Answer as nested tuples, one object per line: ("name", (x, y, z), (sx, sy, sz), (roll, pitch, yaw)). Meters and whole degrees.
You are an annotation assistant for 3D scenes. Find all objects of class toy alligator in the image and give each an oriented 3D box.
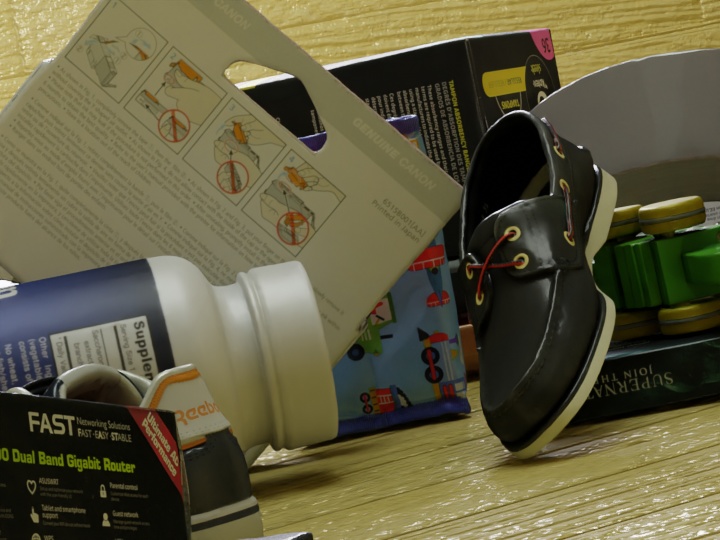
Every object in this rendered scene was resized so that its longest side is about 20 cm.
("toy alligator", (0.129, -0.001, 1.312), (0.054, 0.060, 0.200), (-14, 3, -34))

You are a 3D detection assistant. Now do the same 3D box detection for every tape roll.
("tape roll", (0.180, -0.040, 1.500), (0.199, 0.066, 0.200), (-3, -27, -2))

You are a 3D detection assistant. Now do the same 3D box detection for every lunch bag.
("lunch bag", (0.000, 0.000, 1.469), (0.094, 0.151, 0.200), (-11, 3, 2))

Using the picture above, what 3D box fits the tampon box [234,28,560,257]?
("tampon box", (0.014, -0.068, 1.706), (0.199, 0.127, 0.150), (-10, 3, 23))

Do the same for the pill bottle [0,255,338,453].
("pill bottle", (-0.115, 0.055, 1.233), (0.199, 0.112, 0.111), (-11, 3, -8))

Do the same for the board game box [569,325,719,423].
("board game box", (0.178, 0.035, 1.298), (0.199, 0.028, 0.135), (-11, 2, 12))

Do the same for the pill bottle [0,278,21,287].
("pill bottle", (-0.243, 0.076, 1.322), (0.199, 0.112, 0.112), (-13, 3, -24))

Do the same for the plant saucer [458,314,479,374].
("plant saucer", (0.071, 0.038, 1.646), (0.199, 0.032, 0.200), (-12, 2, 0))

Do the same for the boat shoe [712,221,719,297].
("boat shoe", (0.197, 0.005, 1.450), (0.199, 0.065, 0.073), (-9, 4, 44))

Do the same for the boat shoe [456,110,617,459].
("boat shoe", (0.071, 0.005, 1.224), (0.074, 0.063, 0.202), (-40, 23, 30))

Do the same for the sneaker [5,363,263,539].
("sneaker", (-0.125, 0.081, 1.113), (0.199, 0.080, 0.078), (-11, 3, 35))

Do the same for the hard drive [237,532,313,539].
("hard drive", (-0.123, 0.114, 0.782), (0.199, 0.043, 0.135), (-11, 2, 27))

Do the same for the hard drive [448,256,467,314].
("hard drive", (0.045, 0.009, 1.686), (0.199, 0.033, 0.139), (-10, 3, 27))

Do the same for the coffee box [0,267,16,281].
("coffee box", (-0.192, -0.007, 1.894), (0.199, 0.199, 0.200), (-12, 3, -19))

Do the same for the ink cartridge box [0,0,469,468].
("ink cartridge box", (-0.075, -0.035, 1.330), (0.174, 0.200, 0.044), (-50, -2, 8))

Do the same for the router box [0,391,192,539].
("router box", (-0.171, 0.081, 0.931), (0.149, 0.062, 0.200), (-13, -13, 27))
